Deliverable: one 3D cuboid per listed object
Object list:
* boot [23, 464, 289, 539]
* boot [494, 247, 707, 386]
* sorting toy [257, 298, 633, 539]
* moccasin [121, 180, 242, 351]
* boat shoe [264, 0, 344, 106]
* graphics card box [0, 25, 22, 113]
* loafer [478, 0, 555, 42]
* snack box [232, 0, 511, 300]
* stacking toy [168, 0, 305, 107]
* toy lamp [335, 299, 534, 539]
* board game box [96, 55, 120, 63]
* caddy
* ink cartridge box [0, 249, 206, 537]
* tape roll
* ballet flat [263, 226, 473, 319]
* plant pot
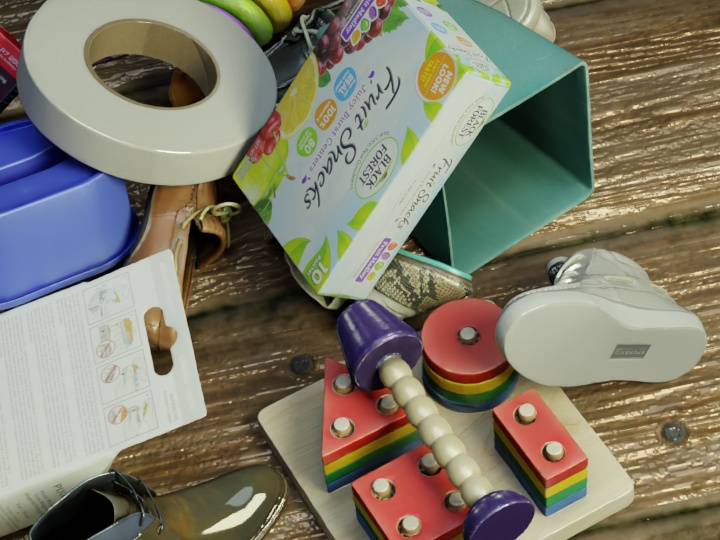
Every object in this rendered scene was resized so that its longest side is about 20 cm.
[{"bbox_3d":[-0.138,0.174,1.362,0.200,0.097,0.075,-30,55,-17],"label":"boot"},{"bbox_3d":[0.153,0.028,1.428,0.200,0.074,0.096,10,30,-42],"label":"boot"},{"bbox_3d":[0.056,0.116,1.407,0.200,0.070,0.199,-26,54,-14],"label":"sorting toy"},{"bbox_3d":[-0.131,-0.028,1.537,0.078,0.074,0.202,12,53,9],"label":"moccasin"},{"bbox_3d":[-0.031,-0.188,1.659,0.200,0.064,0.071,-30,55,-17],"label":"boat shoe"},{"bbox_3d":[-0.362,-0.131,1.576,0.125,0.051,0.200,43,90,-4],"label":"graphics card box"},{"bbox_3d":[0.089,-0.247,1.708,0.072,0.063,0.200,-51,54,8],"label":"loafer"},{"bbox_3d":[0.004,-0.099,1.445,0.053,0.200,0.142,9,33,-45],"label":"snack box"},{"bbox_3d":[-0.105,-0.215,1.680,0.110,0.116,0.200,26,72,17],"label":"stacking toy"},{"bbox_3d":[0.045,0.098,1.343,0.058,0.058,0.200,-26,55,-15],"label":"toy lamp"},{"bbox_3d":[-0.224,-0.292,1.734,0.103,0.105,0.200,-18,53,-10],"label":"board game box"},{"bbox_3d":[-0.266,-0.034,1.533,0.200,0.105,0.141,-23,38,-29],"label":"caddy"},{"bbox_3d":[-0.209,0.090,1.442,0.200,0.057,0.163,-19,51,3],"label":"ink cartridge box"},{"bbox_3d":[-0.165,-0.147,1.551,0.202,0.037,0.203,12,43,-12],"label":"tape roll"},{"bbox_3d":[0.000,0.000,1.507,0.200,0.068,0.075,30,92,39],"label":"ballet flat"},{"bbox_3d":[0.063,-0.127,1.560,0.141,0.141,0.200,-31,51,-18],"label":"plant pot"}]
